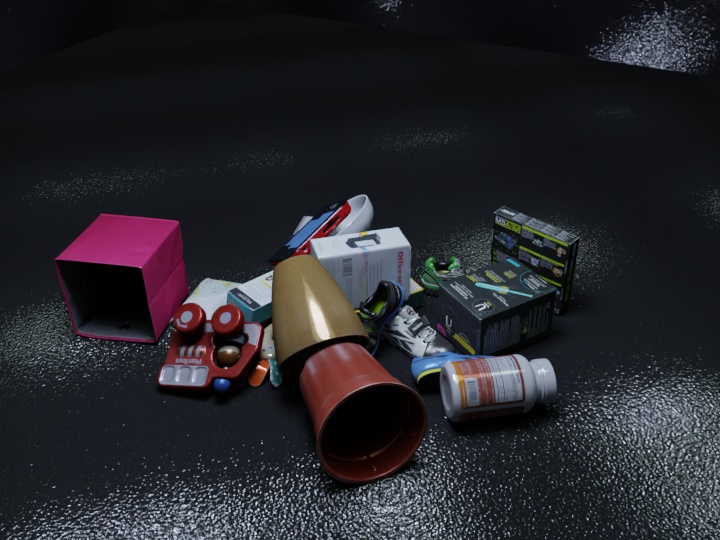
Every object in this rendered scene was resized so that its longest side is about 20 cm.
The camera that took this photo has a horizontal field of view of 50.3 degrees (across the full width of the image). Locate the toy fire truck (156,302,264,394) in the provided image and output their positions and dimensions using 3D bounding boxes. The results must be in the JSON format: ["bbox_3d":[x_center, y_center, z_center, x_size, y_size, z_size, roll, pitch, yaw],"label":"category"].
[{"bbox_3d":[-0.293,0.163,1.523,0.200,0.112,0.168,2,64,15],"label":"toy fire truck"}]

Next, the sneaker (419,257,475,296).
[{"bbox_3d":[0.236,0.019,1.754,0.200,0.085,0.078,6,35,9],"label":"sneaker"}]

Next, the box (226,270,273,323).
[{"bbox_3d":[-0.191,0.049,1.673,0.082,0.049,0.200,33,39,28],"label":"box"}]

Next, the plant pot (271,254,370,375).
[{"bbox_3d":[-0.102,0.078,1.505,0.186,0.186,0.200,-14,67,-18],"label":"plant pot"}]

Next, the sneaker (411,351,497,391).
[{"bbox_3d":[0.200,0.186,1.522,0.200,0.066,0.078,-6,37,-6],"label":"sneaker"}]

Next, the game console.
[{"bbox_3d":[-0.117,-0.083,1.730,0.200,0.031,0.177,-45,18,-16],"label":"game console"}]

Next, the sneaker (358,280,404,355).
[{"bbox_3d":[0.014,0.105,1.572,0.071,0.083,0.200,30,89,41],"label":"sneaker"}]

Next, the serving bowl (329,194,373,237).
[{"bbox_3d":[-0.044,-0.082,1.736,0.200,0.066,0.200,-35,19,14],"label":"serving bowl"}]

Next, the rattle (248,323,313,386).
[{"bbox_3d":[-0.160,0.127,1.560,0.130,0.143,0.200,32,38,18],"label":"rattle"}]

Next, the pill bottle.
[{"bbox_3d":[0.257,0.217,1.437,0.200,0.112,0.112,-5,34,-7],"label":"pill bottle"}]

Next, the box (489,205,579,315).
[{"bbox_3d":[0.382,-0.023,1.716,0.200,0.193,0.047,28,42,37],"label":"box"}]

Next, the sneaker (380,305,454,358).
[{"bbox_3d":[0.107,0.123,1.602,0.200,0.089,0.074,22,39,28],"label":"sneaker"}]

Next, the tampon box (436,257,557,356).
[{"bbox_3d":[0.285,0.083,1.620,0.200,0.126,0.150,-18,37,-23],"label":"tampon box"}]

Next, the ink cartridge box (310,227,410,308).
[{"bbox_3d":[0.000,0.000,1.641,0.200,0.146,0.083,-8,33,-12],"label":"ink cartridge box"}]

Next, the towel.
[{"bbox_3d":[-0.296,0.089,1.696,0.200,0.048,0.171,9,32,14],"label":"towel"}]

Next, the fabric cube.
[{"bbox_3d":[-0.510,0.015,1.674,0.196,0.200,0.199,4,32,9],"label":"fabric cube"}]

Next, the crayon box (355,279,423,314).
[{"bbox_3d":[0.025,0.059,1.728,0.200,0.052,0.126,-18,38,-24],"label":"crayon box"}]

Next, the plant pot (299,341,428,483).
[{"bbox_3d":[-0.012,0.236,1.361,0.200,0.201,0.195,-13,27,-17],"label":"plant pot"}]

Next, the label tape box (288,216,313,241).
[{"bbox_3d":[-0.063,-0.064,1.868,0.200,0.063,0.144,7,36,13],"label":"label tape box"}]
